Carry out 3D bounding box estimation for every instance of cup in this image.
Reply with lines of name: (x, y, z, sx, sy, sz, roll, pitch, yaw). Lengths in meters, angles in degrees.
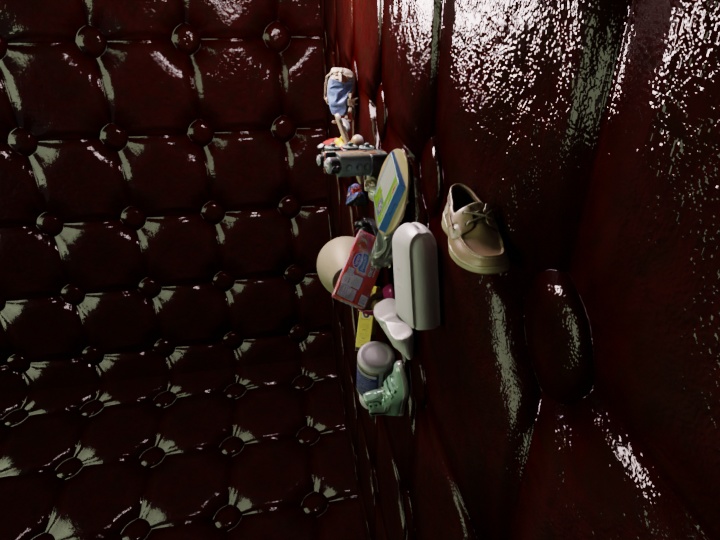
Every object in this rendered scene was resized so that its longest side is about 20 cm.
cup: (-0.045, 0.009, 1.680, 0.144, 0.195, 0.205, -101, 9, -68)

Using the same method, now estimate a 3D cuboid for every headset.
headset: (0.033, -0.114, 1.642, 0.200, 0.092, 0.126, -135, 39, -54)

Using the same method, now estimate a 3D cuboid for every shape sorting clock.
shape sorting clock: (0.075, -0.186, 1.241, 0.200, 0.038, 0.205, -170, 90, -73)

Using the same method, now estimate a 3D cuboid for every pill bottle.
pill bottle: (0.044, 0.323, 1.572, 0.117, 0.113, 0.203, -105, 13, -50)

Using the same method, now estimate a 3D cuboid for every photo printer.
photo printer: (0.111, 0.004, 1.066, 0.166, 0.068, 0.205, -136, 42, -78)

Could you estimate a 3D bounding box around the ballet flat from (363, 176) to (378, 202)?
ballet flat: (0.045, -0.217, 1.430, 0.201, 0.062, 0.069, -108, 15, -57)

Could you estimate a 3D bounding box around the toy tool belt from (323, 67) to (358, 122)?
toy tool belt: (-0.068, -0.598, 1.823, 0.124, 0.122, 0.204, -92, 1, -58)

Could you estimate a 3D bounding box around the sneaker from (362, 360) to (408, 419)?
sneaker: (0.066, 0.329, 1.409, 0.074, 0.115, 0.204, -103, 13, -52)

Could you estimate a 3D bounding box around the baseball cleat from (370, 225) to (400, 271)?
baseball cleat: (0.070, -0.088, 1.370, 0.201, 0.068, 0.109, 116, 155, -56)

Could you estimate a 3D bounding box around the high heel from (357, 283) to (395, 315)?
high heel: (0.048, 0.088, 1.476, 0.201, 0.094, 0.069, 104, 160, -66)

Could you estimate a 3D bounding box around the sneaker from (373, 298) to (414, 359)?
sneaker: (0.088, 0.152, 1.336, 0.201, 0.074, 0.090, -115, 6, -58)

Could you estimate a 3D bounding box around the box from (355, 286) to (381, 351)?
box: (0.024, 0.151, 1.629, 0.075, 0.049, 0.205, 23, -107, -75)

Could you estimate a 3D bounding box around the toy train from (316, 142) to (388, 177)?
toy train: (-0.016, -0.294, 1.402, 0.114, 0.196, 0.087, -134, 43, -54)

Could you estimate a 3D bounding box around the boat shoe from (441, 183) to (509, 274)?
boat shoe: (0.153, -0.062, 0.723, 0.201, 0.070, 0.066, -106, 13, -60)

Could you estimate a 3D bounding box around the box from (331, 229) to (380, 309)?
box: (0.000, 0.000, 1.486, 0.095, 0.098, 0.204, 142, 151, -79)

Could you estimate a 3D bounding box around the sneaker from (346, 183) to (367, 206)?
sneaker: (-0.020, -0.270, 1.846, 0.200, 0.073, 0.080, -149, 57, -78)

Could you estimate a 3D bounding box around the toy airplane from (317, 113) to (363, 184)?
toy airplane: (-0.034, -0.404, 1.732, 0.200, 0.141, 0.200, 47, 157, 3)
